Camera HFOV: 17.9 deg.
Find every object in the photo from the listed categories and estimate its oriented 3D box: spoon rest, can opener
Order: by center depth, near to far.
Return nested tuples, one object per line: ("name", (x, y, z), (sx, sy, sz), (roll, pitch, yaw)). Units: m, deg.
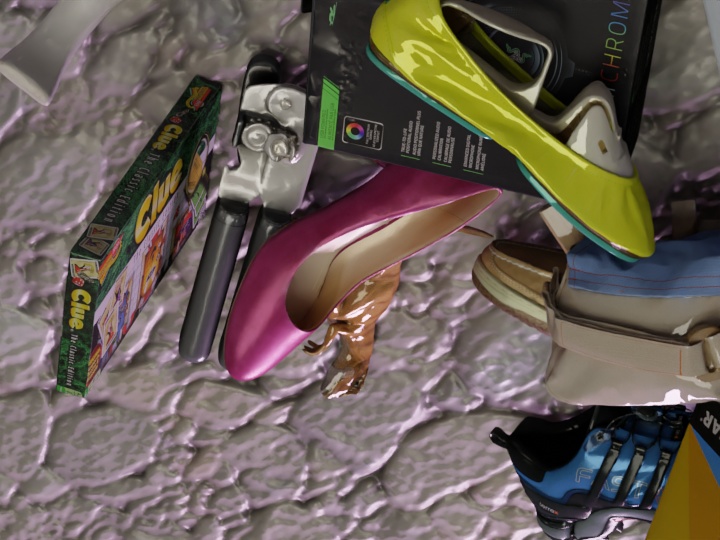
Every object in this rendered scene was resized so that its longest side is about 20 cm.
("spoon rest", (-0.141, -0.189, 1.356), (0.099, 0.061, 0.200), (39, 114, -11))
("can opener", (-0.067, -0.032, 1.408), (0.052, 0.067, 0.201), (13, 114, -7))

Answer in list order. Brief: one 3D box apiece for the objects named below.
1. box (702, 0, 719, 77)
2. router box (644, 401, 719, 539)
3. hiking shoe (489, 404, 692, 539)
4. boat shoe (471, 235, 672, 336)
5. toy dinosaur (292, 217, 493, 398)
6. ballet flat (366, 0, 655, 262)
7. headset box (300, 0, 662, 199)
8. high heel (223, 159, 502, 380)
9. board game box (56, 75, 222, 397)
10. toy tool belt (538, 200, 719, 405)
("box", (0.285, -0.130, 1.190), (0.183, 0.105, 0.201), (-3, 131, 23))
("router box", (0.247, 0.181, 1.308), (0.051, 0.200, 0.150), (0, 119, -33))
("hiking shoe", (0.181, 0.115, 1.433), (0.199, 0.075, 0.087), (-20, 120, 30))
("boat shoe", (0.169, 0.011, 1.380), (0.199, 0.072, 0.077), (19, 115, -4))
("toy dinosaur", (0.002, 0.002, 1.441), (0.106, 0.061, 0.200), (18, 139, -9))
("ballet flat", (0.094, -0.085, 1.215), (0.200, 0.067, 0.067), (38, 114, -6))
("headset box", (0.065, -0.147, 1.279), (0.199, 0.093, 0.175), (14, 127, 10))
("high heel", (0.000, 0.000, 1.361), (0.096, 0.200, 0.067), (40, -178, 36))
("board game box", (-0.131, -0.023, 1.369), (0.023, 0.200, 0.105), (16, 129, 10))
("toy tool belt", (0.198, 0.010, 1.282), (0.199, 0.125, 0.124), (-3, 94, 23))
